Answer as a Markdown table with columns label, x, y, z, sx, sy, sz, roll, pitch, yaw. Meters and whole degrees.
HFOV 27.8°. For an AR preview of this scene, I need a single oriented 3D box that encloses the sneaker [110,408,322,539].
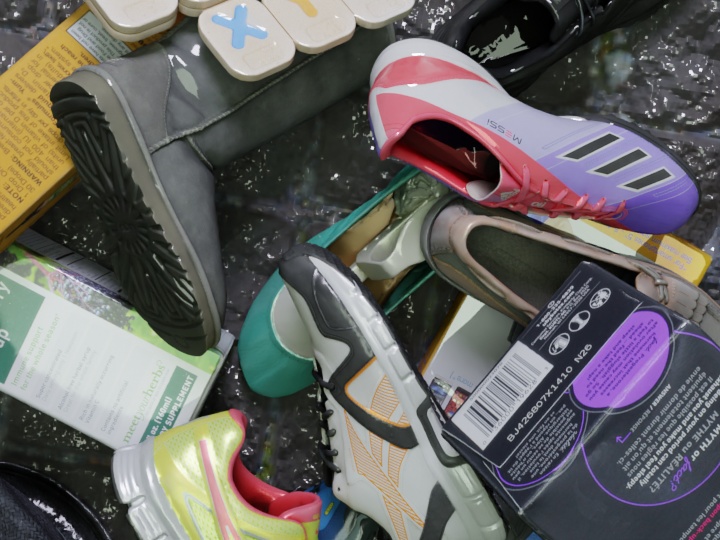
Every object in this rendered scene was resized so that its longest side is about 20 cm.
| label | x | y | z | sx | sy | sz | roll | pitch | yaw |
| --- | --- | --- | --- | --- | --- | --- | --- | --- | --- |
| sneaker | -0.050 | 0.164 | 0.790 | 0.090 | 0.078 | 0.201 | -32 | 101 | -1 |

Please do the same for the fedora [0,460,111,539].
| label | x | y | z | sx | sy | sz | roll | pitch | yaw |
| --- | --- | --- | --- | --- | --- | --- | --- | --- | --- |
| fedora | -0.212 | 0.182 | 0.808 | 0.198 | 0.092 | 0.202 | 8 | 55 | -11 |

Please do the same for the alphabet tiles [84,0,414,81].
| label | x | y | z | sx | sy | sz | roll | pitch | yaw |
| --- | --- | --- | --- | --- | --- | --- | --- | --- | --- |
| alphabet tiles | -0.068 | -0.190 | 0.785 | 0.199 | 0.015 | 0.196 | -27 | 66 | -26 |

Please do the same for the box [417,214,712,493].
| label | x | y | z | sx | sy | sz | roll | pitch | yaw |
| --- | --- | --- | --- | --- | --- | --- | --- | --- | --- |
| box | 0.106 | 0.050 | 0.860 | 0.118 | 0.041 | 0.201 | 28 | 94 | -2 |

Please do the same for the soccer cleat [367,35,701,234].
| label | x | y | z | sx | sy | sz | roll | pitch | yaw |
| --- | --- | --- | --- | --- | --- | --- | --- | --- | --- |
| soccer cleat | 0.093 | -0.054 | 0.776 | 0.198 | 0.074 | 0.068 | 23 | 135 | -15 |

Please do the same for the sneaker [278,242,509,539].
| label | x | y | z | sx | sy | sz | roll | pitch | yaw |
| --- | --- | --- | --- | --- | --- | --- | --- | --- | --- |
| sneaker | 0.003 | 0.080 | 0.784 | 0.079 | 0.074 | 0.201 | -29 | 100 | 2 |

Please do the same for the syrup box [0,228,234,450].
| label | x | y | z | sx | sy | sz | roll | pitch | yaw |
| --- | --- | --- | --- | --- | --- | --- | --- | --- | --- |
| syrup box | -0.179 | 0.032 | 0.845 | 0.199 | 0.081 | 0.079 | 28 | 95 | -3 |

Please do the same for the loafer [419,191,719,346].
| label | x | y | z | sx | sy | sz | roll | pitch | yaw |
| --- | --- | --- | --- | --- | --- | --- | --- | --- | --- |
| loafer | 0.126 | 0.018 | 0.797 | 0.198 | 0.063 | 0.073 | 24 | 93 | -11 |

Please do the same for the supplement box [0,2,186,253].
| label | x | y | z | sx | sy | sz | roll | pitch | yaw |
| --- | --- | --- | --- | --- | --- | --- | --- | --- | --- |
| supplement box | -0.170 | -0.081 | 0.795 | 0.069 | 0.067 | 0.200 | 42 | 64 | -4 |

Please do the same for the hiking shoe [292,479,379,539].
| label | x | y | z | sx | sy | sz | roll | pitch | yaw |
| --- | --- | --- | --- | --- | --- | --- | --- | --- | --- |
| hiking shoe | -0.058 | 0.168 | 0.860 | 0.087 | 0.074 | 0.200 | 40 | 96 | -4 |

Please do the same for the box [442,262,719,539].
| label | x | y | z | sx | sy | sz | roll | pitch | yaw |
| --- | --- | --- | --- | --- | --- | --- | --- | --- | --- |
| box | 0.159 | 0.112 | 0.741 | 0.122 | 0.106 | 0.200 | -47 | 114 | -1 |

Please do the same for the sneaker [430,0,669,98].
| label | x | y | z | sx | sy | sz | roll | pitch | yaw |
| --- | --- | --- | --- | --- | --- | --- | --- | --- | --- |
| sneaker | 0.123 | -0.157 | 0.812 | 0.200 | 0.091 | 0.076 | -40 | 92 | 4 |

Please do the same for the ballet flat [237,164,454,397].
| label | x | y | z | sx | sy | sz | roll | pitch | yaw |
| --- | --- | --- | --- | --- | --- | --- | --- | --- | --- |
| ballet flat | 0.000 | 0.000 | 0.842 | 0.200 | 0.070 | 0.067 | -43 | 95 | 6 |

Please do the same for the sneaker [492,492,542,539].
| label | x | y | z | sx | sy | sz | roll | pitch | yaw |
| --- | --- | --- | --- | --- | --- | --- | --- | --- | --- |
| sneaker | 0.063 | 0.225 | 0.865 | 0.110 | 0.077 | 0.202 | 27 | 107 | 9 |

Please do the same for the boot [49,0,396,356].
| label | x | y | z | sx | sy | sz | roll | pitch | yaw |
| --- | --- | --- | --- | --- | --- | --- | --- | --- | --- |
| boot | -0.058 | -0.076 | 0.803 | 0.072 | 0.200 | 0.184 | 9 | 125 | 41 |
